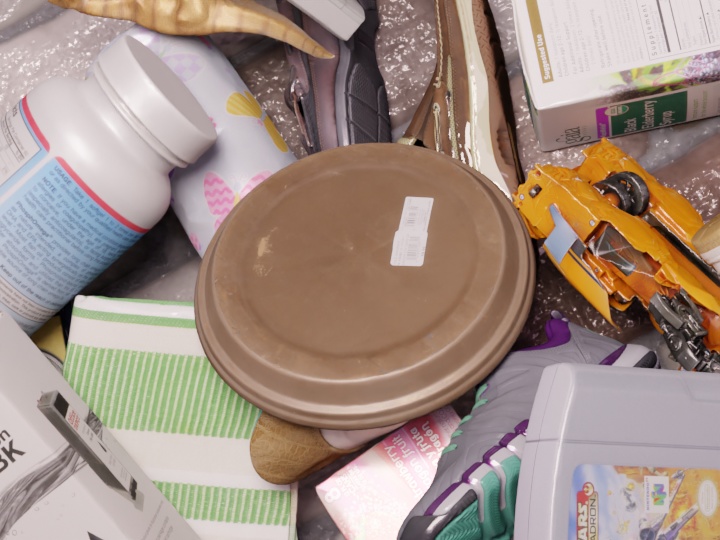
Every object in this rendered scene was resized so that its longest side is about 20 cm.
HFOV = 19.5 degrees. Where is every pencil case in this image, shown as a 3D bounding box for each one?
[{"bbox_3d":[-0.093,-0.066,1.309,0.091,0.083,0.200,-41,70,13],"label":"pencil case"}]

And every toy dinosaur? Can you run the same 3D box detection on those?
[{"bbox_3d":[-0.094,-0.163,1.286,0.199,0.061,0.107,11,51,13],"label":"toy dinosaur"}]

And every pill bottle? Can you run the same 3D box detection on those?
[{"bbox_3d":[-0.184,-0.043,1.243,0.200,0.109,0.109,-40,71,9],"label":"pill bottle"}]

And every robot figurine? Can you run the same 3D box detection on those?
[{"bbox_3d":[0.183,0.010,1.231,0.200,0.145,0.058,47,123,14],"label":"robot figurine"}]

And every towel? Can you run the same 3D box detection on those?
[{"bbox_3d":[-0.105,0.117,1.241,0.151,0.023,0.202,4,100,8],"label":"towel"}]

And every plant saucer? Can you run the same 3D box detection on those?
[{"bbox_3d":[0.000,0.000,1.191,0.199,0.030,0.201,-6,52,7],"label":"plant saucer"}]

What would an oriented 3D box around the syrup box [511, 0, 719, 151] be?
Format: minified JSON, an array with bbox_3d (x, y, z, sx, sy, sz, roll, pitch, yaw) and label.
[{"bbox_3d":[0.197,-0.140,1.290,0.199,0.079,0.082,-13,72,4],"label":"syrup box"}]

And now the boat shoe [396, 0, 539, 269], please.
[{"bbox_3d":[0.057,-0.089,1.300,0.074,0.075,0.204,-12,72,11],"label":"boat shoe"}]

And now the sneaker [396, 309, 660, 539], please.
[{"bbox_3d":[0.075,0.095,1.150,0.087,0.075,0.200,30,48,35],"label":"sneaker"}]

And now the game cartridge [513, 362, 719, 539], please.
[{"bbox_3d":[0.141,0.151,1.102,0.133,0.041,0.202,6,81,-36],"label":"game cartridge"}]

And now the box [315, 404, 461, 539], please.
[{"bbox_3d":[0.070,0.187,1.195,0.094,0.103,0.200,-34,72,-3],"label":"box"}]

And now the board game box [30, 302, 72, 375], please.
[{"bbox_3d":[-0.253,0.023,1.330,0.135,0.035,0.201,-13,71,4],"label":"board game box"}]

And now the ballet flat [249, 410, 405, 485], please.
[{"bbox_3d":[0.021,0.050,1.201,0.200,0.068,0.072,-44,34,-20],"label":"ballet flat"}]

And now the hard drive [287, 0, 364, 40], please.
[{"bbox_3d":[-0.092,-0.222,1.253,0.026,0.200,0.132,-48,40,11],"label":"hard drive"}]

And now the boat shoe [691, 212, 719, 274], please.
[{"bbox_3d":[0.280,-0.040,1.239,0.200,0.071,0.070,-34,90,-27],"label":"boat shoe"}]

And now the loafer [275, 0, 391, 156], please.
[{"bbox_3d":[-0.022,-0.123,1.332,0.063,0.072,0.201,-15,63,23],"label":"loafer"}]

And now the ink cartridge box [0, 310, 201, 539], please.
[{"bbox_3d":[-0.201,0.149,1.196,0.147,0.083,0.200,-38,99,15],"label":"ink cartridge box"}]
